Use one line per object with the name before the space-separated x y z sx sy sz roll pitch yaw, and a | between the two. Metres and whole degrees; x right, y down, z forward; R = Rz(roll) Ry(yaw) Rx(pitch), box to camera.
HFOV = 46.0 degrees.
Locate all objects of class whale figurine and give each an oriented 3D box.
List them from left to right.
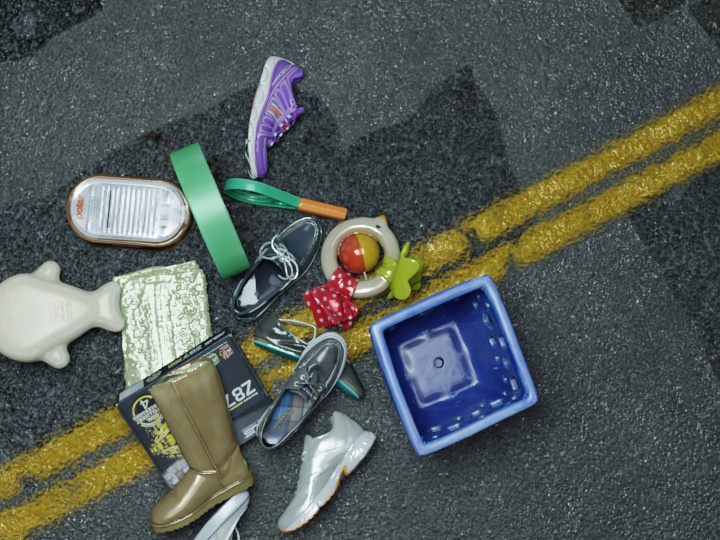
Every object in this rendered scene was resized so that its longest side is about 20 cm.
whale figurine | -0.458 0.068 1.283 0.196 0.104 0.162 -9 84 -15

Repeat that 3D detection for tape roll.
tape roll | -0.223 -0.088 1.265 0.048 0.200 0.203 -23 85 -6

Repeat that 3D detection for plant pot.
plant pot | 0.126 0.142 1.274 0.197 0.180 0.203 -22 84 -7

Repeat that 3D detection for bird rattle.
bird rattle | 0.000 0.000 1.344 0.197 0.113 0.166 -18 73 7

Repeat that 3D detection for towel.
towel | -0.301 0.092 1.320 0.146 0.036 0.204 -9 83 -7

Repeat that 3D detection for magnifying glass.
magnifying glass | -0.118 -0.112 1.347 0.197 0.080 0.023 14 78 -13

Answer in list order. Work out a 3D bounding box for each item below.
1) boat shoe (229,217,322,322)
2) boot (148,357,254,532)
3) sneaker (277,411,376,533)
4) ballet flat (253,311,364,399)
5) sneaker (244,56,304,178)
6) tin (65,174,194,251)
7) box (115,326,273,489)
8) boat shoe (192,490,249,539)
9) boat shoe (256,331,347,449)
boat shoe | -0.133 -0.006 1.332 0.075 0.062 0.200 44 81 4
boot | -0.259 0.252 1.230 0.173 0.066 0.203 -27 109 -21
sneaker | -0.068 0.306 1.300 0.092 0.076 0.200 40 74 9
ballet flat | -0.071 0.124 1.320 0.198 0.068 0.069 29 73 -1
sneaker | -0.136 -0.243 1.355 0.082 0.081 0.204 15 81 -8
tin | -0.363 -0.093 1.339 0.196 0.042 0.114 4 79 -4
box | -0.243 0.206 1.281 0.198 0.049 0.163 -31 109 -8
boat shoe | -0.214 0.426 1.266 0.086 0.075 0.203 38 84 2
boat shoe | -0.088 0.181 1.253 0.070 0.066 0.201 40 93 -5
